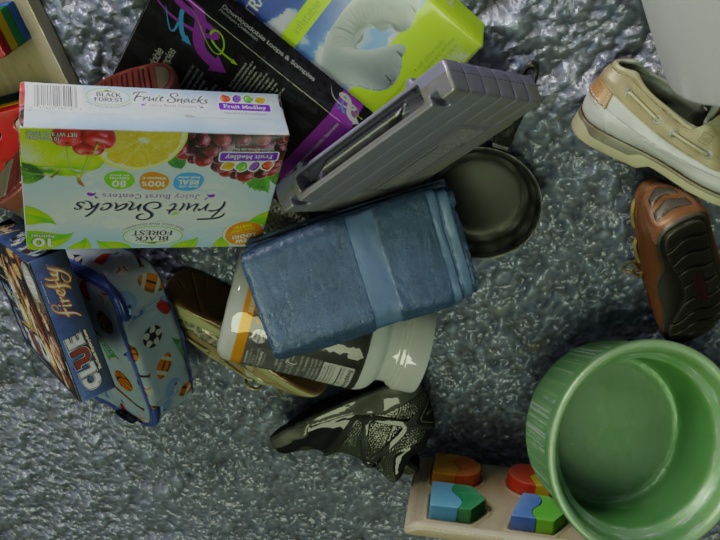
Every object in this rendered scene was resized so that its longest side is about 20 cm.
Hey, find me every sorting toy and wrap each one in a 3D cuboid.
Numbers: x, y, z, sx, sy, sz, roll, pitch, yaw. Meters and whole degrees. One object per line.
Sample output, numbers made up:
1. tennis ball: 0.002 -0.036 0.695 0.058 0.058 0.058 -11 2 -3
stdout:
1. sorting toy: 0.144 0.240 0.888 0.183 0.200 0.037 5 98 7
2. sorting toy: -0.366 -0.158 0.769 0.196 0.070 0.202 -9 123 16

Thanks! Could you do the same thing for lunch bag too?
1. lunch bag: -0.262 0.066 0.880 0.159 0.075 0.202 19 129 31

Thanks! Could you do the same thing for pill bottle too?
1. pill bottle: -0.033 0.051 0.818 0.198 0.117 0.117 14 126 -8

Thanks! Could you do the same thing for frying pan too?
1. frying pan: 0.104 -0.095 0.747 0.113 0.031 0.192 -1 121 13

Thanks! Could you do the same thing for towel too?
1. towel: 0.000 0.000 0.738 0.198 0.049 0.113 -18 100 -8

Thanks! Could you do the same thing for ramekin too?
1. ramekin: 0.258 0.162 0.807 0.197 0.098 0.203 0 93 -9

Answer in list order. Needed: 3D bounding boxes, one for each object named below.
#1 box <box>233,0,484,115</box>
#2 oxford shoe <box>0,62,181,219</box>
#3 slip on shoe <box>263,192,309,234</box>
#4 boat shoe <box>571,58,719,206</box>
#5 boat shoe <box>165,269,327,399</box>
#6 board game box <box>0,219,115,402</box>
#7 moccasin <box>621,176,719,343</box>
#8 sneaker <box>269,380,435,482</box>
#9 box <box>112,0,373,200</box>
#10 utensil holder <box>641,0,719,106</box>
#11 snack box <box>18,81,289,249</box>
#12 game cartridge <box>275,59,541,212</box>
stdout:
1. box: -0.010 -0.214 0.677 0.199 0.048 0.122 37 123 -16
2. oxford shoe: -0.225 -0.106 0.728 0.199 0.071 0.075 -30 138 17
3. slip on shoe: -0.145 -0.066 0.802 0.198 0.075 0.061 13 161 -6
4. boat shoe: 0.277 -0.108 0.679 0.198 0.075 0.069 19 129 -4
5. boat shoe: -0.124 0.075 0.890 0.199 0.073 0.063 35 133 0
6. board game box: -0.301 0.032 0.792 0.199 0.034 0.137 17 126 54
7. moccasin: 0.280 -0.003 0.753 0.073 0.078 0.202 -30 134 10
8. sneaker: -0.005 0.191 0.925 0.198 0.076 0.115 -22 95 19
9. box: -0.105 -0.153 0.716 0.199 0.036 0.143 36 145 -15
10. utensil holder: 0.255 -0.235 0.542 0.168 0.171 0.201 -17 123 21
11. snack box: -0.169 -0.080 0.679 0.198 0.053 0.143 -2 145 -20
12. game cartridge: 0.037 -0.104 0.684 0.199 0.129 0.039 -30 78 40
